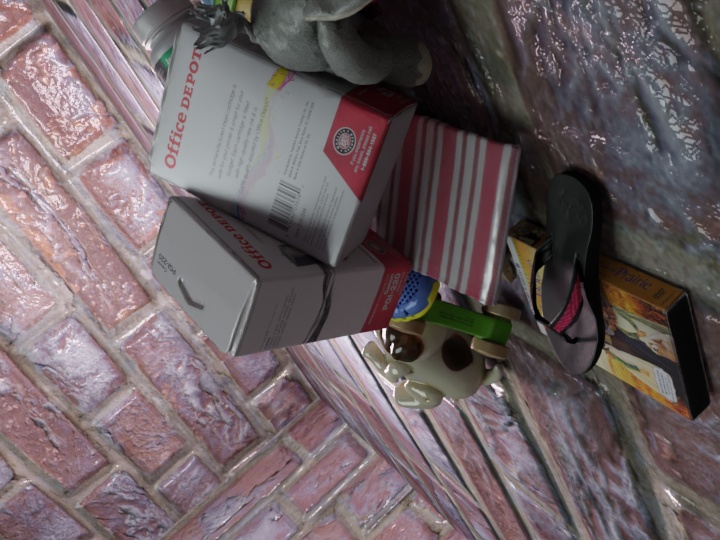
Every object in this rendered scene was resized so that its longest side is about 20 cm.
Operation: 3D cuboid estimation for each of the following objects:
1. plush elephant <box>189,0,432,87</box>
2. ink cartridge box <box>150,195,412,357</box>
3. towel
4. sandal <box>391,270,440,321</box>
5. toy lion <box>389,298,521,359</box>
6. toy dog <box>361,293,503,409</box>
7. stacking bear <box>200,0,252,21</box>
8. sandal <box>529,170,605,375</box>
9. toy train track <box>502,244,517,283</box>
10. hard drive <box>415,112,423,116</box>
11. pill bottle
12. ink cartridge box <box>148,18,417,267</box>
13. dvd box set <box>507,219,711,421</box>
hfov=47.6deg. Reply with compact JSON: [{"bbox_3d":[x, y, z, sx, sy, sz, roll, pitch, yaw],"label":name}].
[{"bbox_3d":[-0.018,-0.229,0.606,0.155,0.199,0.165,-35,78,53],"label":"plush elephant"},{"bbox_3d":[-0.073,-0.004,0.769,0.146,0.199,0.085,40,122,33],"label":"ink cartridge box"},{"bbox_3d":[0.070,-0.069,0.769,0.200,0.030,0.147,29,122,46],"label":"towel"},{"bbox_3d":[0.000,0.000,0.893,0.199,0.080,0.087,15,171,44],"label":"sandal"},{"bbox_3d":[0.067,0.040,1.006,0.199,0.069,0.191,18,180,-26],"label":"toy lion"},{"bbox_3d":[0.090,0.111,1.160,0.193,0.140,0.200,19,159,39],"label":"toy dog"},{"bbox_3d":[-0.084,-0.272,0.807,0.200,0.114,0.122,41,165,17],"label":"stacking bear"},{"bbox_3d":[0.175,0.009,0.716,0.075,0.045,0.201,37,144,49],"label":"sandal"},{"bbox_3d":[0.111,-0.057,0.903,0.200,0.033,0.115,47,180,42],"label":"toy train track"},{"bbox_3d":[0.045,-0.094,0.855,0.200,0.038,0.141,34,125,48],"label":"hard drive"},{"bbox_3d":[-0.236,-0.300,1.205,0.200,0.113,0.113,51,167,-8],"label":"pill bottle"},{"bbox_3d":[-0.070,-0.118,0.720,0.199,0.086,0.148,28,119,11],"label":"ink cartridge box"},{"bbox_3d":[0.229,0.042,0.771,0.200,0.029,0.147,34,157,51],"label":"dvd box set"}]
